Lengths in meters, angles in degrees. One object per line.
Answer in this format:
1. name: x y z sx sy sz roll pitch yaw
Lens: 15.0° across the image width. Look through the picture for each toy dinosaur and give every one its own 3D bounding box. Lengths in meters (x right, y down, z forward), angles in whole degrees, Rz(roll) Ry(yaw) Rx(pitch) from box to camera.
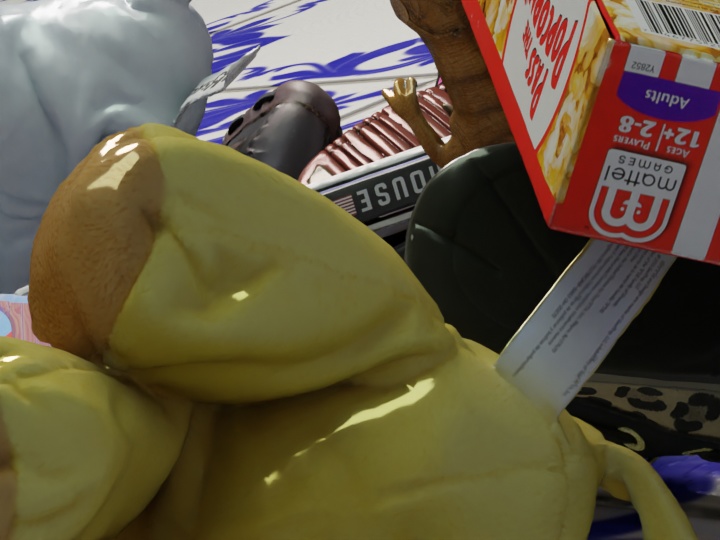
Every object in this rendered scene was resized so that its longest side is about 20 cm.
1. toy dinosaur: 0.066 -0.018 0.778 0.061 0.200 0.106 -60 21 -17

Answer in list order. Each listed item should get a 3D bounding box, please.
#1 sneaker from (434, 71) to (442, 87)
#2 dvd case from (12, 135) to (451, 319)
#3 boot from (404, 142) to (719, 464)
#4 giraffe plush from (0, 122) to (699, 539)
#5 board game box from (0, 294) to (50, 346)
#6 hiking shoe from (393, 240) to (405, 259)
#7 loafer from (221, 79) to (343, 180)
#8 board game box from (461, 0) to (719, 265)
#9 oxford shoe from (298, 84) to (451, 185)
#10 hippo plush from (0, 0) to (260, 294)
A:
1. sneaker: 0.042 -0.046 1.096 0.076 0.084 0.200 -10 18 30
2. dvd case: 0.000 0.000 0.916 0.199 0.025 0.150 -18 -16 9
3. boot: 0.101 0.024 0.728 0.202 0.074 0.154 11 -15 -6
4. giraffe plush: -0.036 0.062 0.612 0.199 0.173 0.162 -30 1 -34
5. board game box: -0.157 0.059 0.817 0.199 0.039 0.158 2 54 52
6. hiking shoe: 0.083 0.014 0.863 0.199 0.076 0.101 -14 -8 18
7. loafer: -0.028 -0.034 1.088 0.071 0.063 0.200 24 -3 -2
8. board game box: 0.105 -0.056 0.653 0.150 0.047 0.200 12 24 -11
9. oxford shoe: 0.066 -0.028 1.006 0.199 0.075 0.071 -15 43 -25
10. hippo plush: -0.143 -0.048 1.011 0.160 0.160 0.200 12 -28 -17
